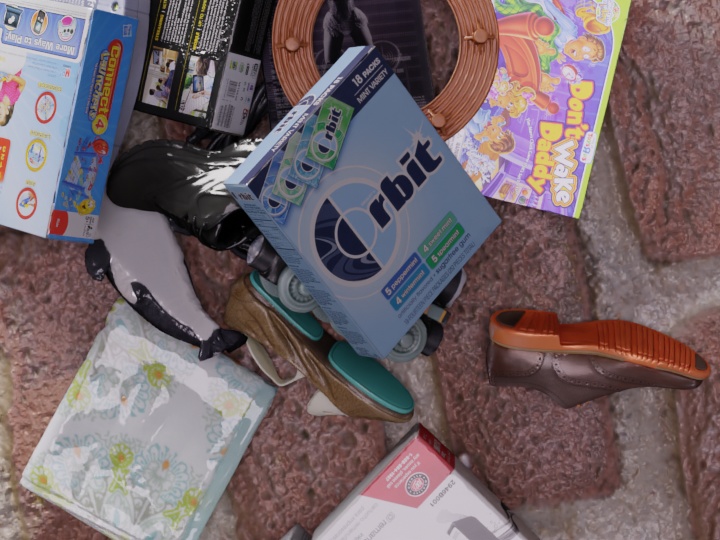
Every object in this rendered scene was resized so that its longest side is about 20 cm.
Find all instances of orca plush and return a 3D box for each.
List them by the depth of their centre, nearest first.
[{"bbox_3d":[-0.180,0.004,1.718,0.200,0.071,0.105,39,67,9],"label":"orca plush"}]

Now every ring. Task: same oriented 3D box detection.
[{"bbox_3d":[0.023,-0.198,1.653,0.199,0.019,0.202,0,90,-5],"label":"ring"}]

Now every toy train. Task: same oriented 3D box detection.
[{"bbox_3d":[0.000,0.000,1.678,0.199,0.085,0.114,27,93,-21],"label":"toy train"}]

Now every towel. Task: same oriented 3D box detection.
[{"bbox_3d":[-0.193,0.151,1.733,0.171,0.048,0.201,30,94,0],"label":"towel"}]

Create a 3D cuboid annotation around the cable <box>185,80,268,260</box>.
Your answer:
[{"bbox_3d":[-0.051,-0.096,1.708,0.199,0.051,0.164,-31,92,4],"label":"cable"}]

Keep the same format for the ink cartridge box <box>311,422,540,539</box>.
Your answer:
[{"bbox_3d":[0.074,0.260,1.709,0.200,0.084,0.144,44,94,-1],"label":"ink cartridge box"}]

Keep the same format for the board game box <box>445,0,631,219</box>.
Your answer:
[{"bbox_3d":[0.152,-0.159,1.697,0.134,0.045,0.201,13,94,2],"label":"board game box"}]

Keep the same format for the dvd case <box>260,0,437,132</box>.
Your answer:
[{"bbox_3d":[-0.018,-0.214,1.682,0.148,0.016,0.201,-7,81,-9],"label":"dvd case"}]

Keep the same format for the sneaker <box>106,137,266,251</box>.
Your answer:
[{"bbox_3d":[-0.136,-0.062,1.635,0.199,0.076,0.091,-2,67,30],"label":"sneaker"}]

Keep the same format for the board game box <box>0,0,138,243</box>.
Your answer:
[{"bbox_3d":[-0.296,-0.139,1.661,0.199,0.056,0.197,16,96,39],"label":"board game box"}]

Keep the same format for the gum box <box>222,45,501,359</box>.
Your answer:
[{"bbox_3d":[0.005,-0.056,1.602,0.170,0.044,0.200,-49,117,-21],"label":"gum box"}]

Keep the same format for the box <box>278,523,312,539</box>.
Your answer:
[{"bbox_3d":[-0.101,0.338,1.709,0.200,0.112,0.101,-42,91,6],"label":"box"}]

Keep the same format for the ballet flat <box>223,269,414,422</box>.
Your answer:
[{"bbox_3d":[-0.044,0.084,1.719,0.200,0.068,0.072,39,115,0],"label":"ballet flat"}]

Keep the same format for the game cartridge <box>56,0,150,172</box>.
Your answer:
[{"bbox_3d":[-0.249,-0.179,1.685,0.133,0.041,0.201,18,97,43],"label":"game cartridge"}]

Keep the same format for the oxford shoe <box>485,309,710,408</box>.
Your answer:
[{"bbox_3d":[0.210,0.086,1.708,0.199,0.071,0.073,10,112,8],"label":"oxford shoe"}]

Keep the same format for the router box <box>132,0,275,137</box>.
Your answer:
[{"bbox_3d":[-0.149,-0.231,1.671,0.149,0.051,0.201,17,95,33],"label":"router box"}]
